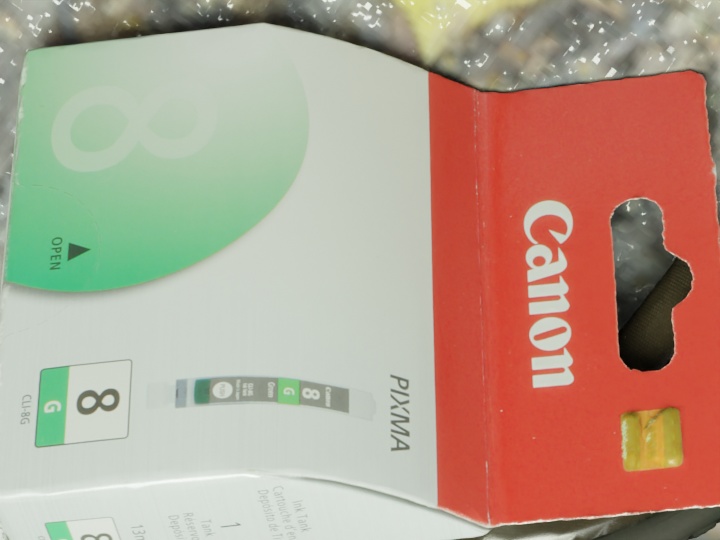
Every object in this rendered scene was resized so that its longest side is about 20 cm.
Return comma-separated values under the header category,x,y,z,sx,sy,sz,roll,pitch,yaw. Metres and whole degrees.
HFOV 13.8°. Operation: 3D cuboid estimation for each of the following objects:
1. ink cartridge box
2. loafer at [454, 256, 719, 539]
category,x,y,z,sx,sy,sz,roll,pitch,yaw
ink cartridge box,0.000,0.000,0.825,0.199,0.161,0.050,-7,141,9
loafer,0.099,0.030,0.863,0.200,0.073,0.071,-26,95,-9
